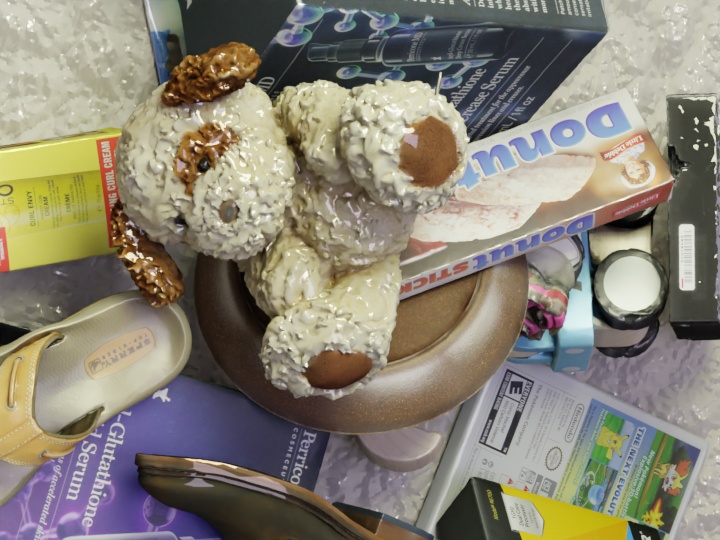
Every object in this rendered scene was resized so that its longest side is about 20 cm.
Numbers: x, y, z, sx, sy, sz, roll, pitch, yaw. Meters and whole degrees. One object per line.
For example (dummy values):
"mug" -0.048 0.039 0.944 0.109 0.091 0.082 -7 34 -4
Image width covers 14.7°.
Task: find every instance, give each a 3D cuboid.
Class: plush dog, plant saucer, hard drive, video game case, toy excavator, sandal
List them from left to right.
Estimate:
"sandal" -0.172 0.074 1.537 0.199 0.054 0.081 -32 106 -22
"plush dog" -0.051 -0.053 1.541 0.171 0.161 0.201 15 120 -14
"plant saucer" 0.000 0.000 1.644 0.199 0.032 0.201 -1 59 1
"toy excavator" 0.093 0.027 1.761 0.199 0.100 0.196 -2 75 2
"video game case" 0.122 0.172 1.829 0.182 0.022 0.201 25 82 -26
"hard drive" 0.213 -0.030 1.758 0.038 0.200 0.141 -1 85 7

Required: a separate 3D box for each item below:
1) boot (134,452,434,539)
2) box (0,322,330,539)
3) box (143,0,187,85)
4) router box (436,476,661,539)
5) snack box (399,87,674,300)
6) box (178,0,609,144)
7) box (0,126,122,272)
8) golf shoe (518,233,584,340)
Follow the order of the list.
"boot" -0.051 0.169 1.595 0.199 0.075 0.097 21 81 -29
"box" -0.137 0.127 1.648 0.199 0.104 0.149 17 86 -26
"box" -0.027 -0.143 1.712 0.199 0.048 0.123 -14 99 -25
"router box" 0.137 0.231 1.727 0.149 0.201 0.051 17 127 -27
"snack box" 0.079 -0.042 1.633 0.199 0.024 0.072 -20 61 -9
"box" 0.017 -0.151 1.608 0.199 0.148 0.108 2 62 -25
"box" -0.222 -0.033 1.621 0.199 0.050 0.076 -9 98 -26
"golf shoe" 0.039 -0.022 1.714 0.199 0.073 0.092 14 63 10
